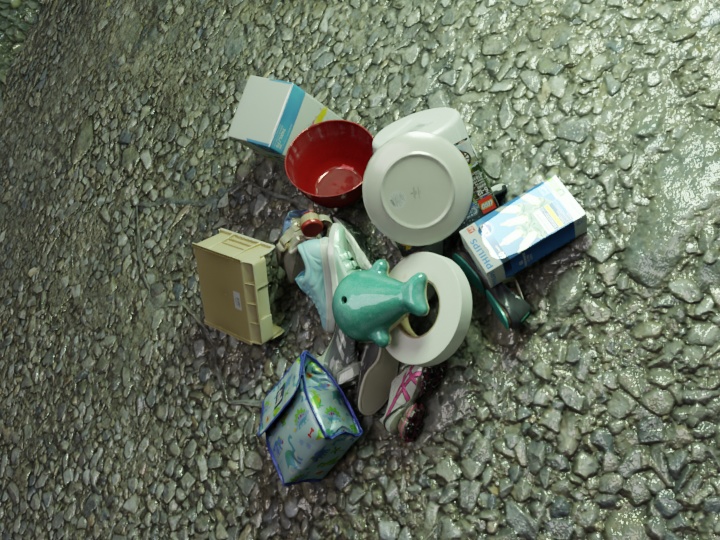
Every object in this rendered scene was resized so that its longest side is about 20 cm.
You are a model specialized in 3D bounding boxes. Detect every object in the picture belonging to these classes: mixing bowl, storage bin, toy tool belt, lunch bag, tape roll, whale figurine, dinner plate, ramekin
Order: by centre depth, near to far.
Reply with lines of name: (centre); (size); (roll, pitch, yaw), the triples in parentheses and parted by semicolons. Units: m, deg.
dinner plate: (0.100, -0.141, 1.328); (0.196, 0.024, 0.204); (2, 104, 6)
whale figurine: (0.030, 0.055, 1.341); (0.198, 0.103, 0.162); (-13, 70, 42)
tape roll: (0.112, 0.069, 1.356); (0.201, 0.037, 0.207); (-14, 69, 43)
ramekin: (0.118, -0.233, 1.450); (0.197, 0.099, 0.201); (-18, 25, 8)
lunch bag: (-0.113, 0.287, 1.476); (0.171, 0.126, 0.202); (-50, 51, 29)
toy tool belt: (-0.122, -0.077, 1.602); (0.202, 0.122, 0.124); (103, 158, -48)
mixing bowl: (-0.055, -0.208, 1.608); (0.196, 0.109, 0.203); (-4, 58, 7)
storage bin: (-0.262, 0.036, 1.644); (0.196, 0.093, 0.204); (17, 121, 38)

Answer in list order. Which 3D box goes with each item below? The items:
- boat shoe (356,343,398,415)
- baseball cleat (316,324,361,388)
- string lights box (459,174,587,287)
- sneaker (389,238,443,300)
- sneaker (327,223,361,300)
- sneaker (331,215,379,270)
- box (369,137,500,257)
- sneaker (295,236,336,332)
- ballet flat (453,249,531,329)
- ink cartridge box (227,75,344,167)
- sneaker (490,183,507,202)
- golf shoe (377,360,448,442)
boat shoe: (0.033, 0.180, 1.470); (0.062, 0.072, 0.203); (5, 75, 57)
baseball cleat: (-0.018, 0.152, 1.518); (0.106, 0.069, 0.203); (29, 97, 25)
string lights box: (0.286, -0.069, 1.325); (0.198, 0.059, 0.104); (-31, 57, 0)
sneaker: (0.103, -0.034, 1.475); (0.103, 0.075, 0.204); (-4, 65, 31)
sneaker: (0.000, 0.000, 1.479); (0.116, 0.074, 0.204); (-9, 78, 9)
sneaker: (-0.018, -0.036, 1.568); (0.079, 0.073, 0.202); (-45, 54, 21)
box: (0.134, -0.130, 1.359); (0.198, 0.038, 0.138); (-27, 101, 11)
sneaker: (-0.091, 0.032, 1.549); (0.080, 0.074, 0.204); (-4, 104, 4)
ballet flat: (0.243, 0.023, 1.365); (0.073, 0.073, 0.201); (-46, 48, 14)
ink cartridge box: (-0.161, -0.317, 1.684); (0.145, 0.199, 0.148); (20, 88, 39)
sneaker: (0.176, -0.145, 1.418); (0.196, 0.072, 0.084); (-16, 73, -1)
golf shoe: (0.094, 0.209, 1.400); (0.091, 0.072, 0.203); (25, 90, 38)
